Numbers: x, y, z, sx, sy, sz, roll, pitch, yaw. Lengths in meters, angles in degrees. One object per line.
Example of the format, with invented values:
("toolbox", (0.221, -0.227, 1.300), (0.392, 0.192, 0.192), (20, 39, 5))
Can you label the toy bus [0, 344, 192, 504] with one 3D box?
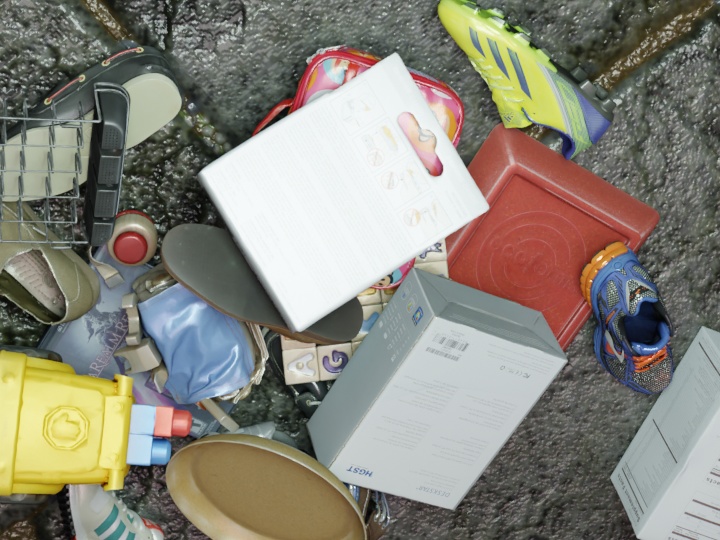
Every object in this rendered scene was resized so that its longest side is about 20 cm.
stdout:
("toy bus", (-0.253, 0.145, 1.287), (0.191, 0.200, 0.137), (5, 82, -13))

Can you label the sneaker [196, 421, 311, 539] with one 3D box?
("sneaker", (-0.091, 0.237, 1.431), (0.115, 0.075, 0.201), (-18, 125, -12))

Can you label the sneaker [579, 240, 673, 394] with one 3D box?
("sneaker", (0.268, 0.063, 1.367), (0.075, 0.079, 0.200), (-34, 135, -2))

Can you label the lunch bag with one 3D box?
("lunch bag", (-0.013, -0.098, 1.267), (0.175, 0.082, 0.201), (19, 103, -4))

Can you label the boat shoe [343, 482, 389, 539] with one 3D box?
("boat shoe", (-0.011, 0.242, 1.421), (0.072, 0.073, 0.200), (-7, 151, -18))

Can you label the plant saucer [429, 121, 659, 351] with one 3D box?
("plant saucer", (0.163, -0.012, 1.364), (0.199, 0.037, 0.201), (27, 108, -19))

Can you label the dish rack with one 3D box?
("dish rack", (-0.296, -0.085, 1.189), (0.199, 0.055, 0.154), (0, 131, -18))

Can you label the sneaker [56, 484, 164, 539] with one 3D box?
("sneaker", (-0.251, 0.252, 1.429), (0.093, 0.070, 0.201), (-14, 116, -20))

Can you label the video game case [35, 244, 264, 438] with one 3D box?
("video game case", (-0.196, 0.071, 1.367), (0.199, 0.019, 0.143), (29, 109, -20))

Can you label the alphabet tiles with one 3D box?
("alphabet tiles", (0.000, 0.000, 1.328), (0.166, 0.008, 0.201), (-7, 98, -2))

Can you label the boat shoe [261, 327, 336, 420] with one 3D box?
("boat shoe", (-0.026, 0.123, 1.381), (0.072, 0.068, 0.200), (-34, 117, 5))

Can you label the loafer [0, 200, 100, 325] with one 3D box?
("loafer", (-0.321, -0.024, 1.272), (0.200, 0.068, 0.076), (37, 106, -14))

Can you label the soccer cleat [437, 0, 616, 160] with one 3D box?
("soccer cleat", (0.141, -0.171, 1.270), (0.200, 0.065, 0.084), (33, 110, -20))

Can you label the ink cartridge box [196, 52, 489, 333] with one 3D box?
("ink cartridge box", (-0.016, -0.065, 1.214), (0.199, 0.057, 0.163), (-32, 94, -10))

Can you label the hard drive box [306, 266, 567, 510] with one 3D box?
("hard drive box", (0.068, 0.114, 1.304), (0.155, 0.077, 0.200), (20, 118, -29))

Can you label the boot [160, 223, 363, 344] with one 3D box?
("boot", (-0.099, 0.022, 1.259), (0.199, 0.074, 0.075), (26, 154, -26))

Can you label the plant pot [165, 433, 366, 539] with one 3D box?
("plant pot", (-0.085, 0.213, 1.315), (0.199, 0.028, 0.201), (13, 139, 11))

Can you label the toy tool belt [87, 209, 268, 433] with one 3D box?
("toy tool belt", (-0.166, 0.047, 1.281), (0.124, 0.123, 0.201), (-29, 115, 7))

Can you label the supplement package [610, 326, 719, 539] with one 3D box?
("supplement package", (0.359, 0.180, 1.437), (0.109, 0.114, 0.201), (20, 112, -15))

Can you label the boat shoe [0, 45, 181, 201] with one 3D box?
("boat shoe", (-0.251, -0.127, 1.244), (0.201, 0.063, 0.074), (-29, 136, 7))
